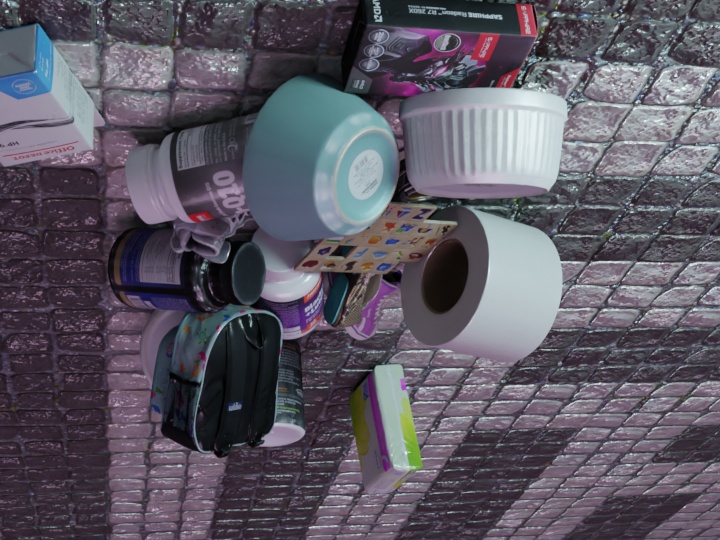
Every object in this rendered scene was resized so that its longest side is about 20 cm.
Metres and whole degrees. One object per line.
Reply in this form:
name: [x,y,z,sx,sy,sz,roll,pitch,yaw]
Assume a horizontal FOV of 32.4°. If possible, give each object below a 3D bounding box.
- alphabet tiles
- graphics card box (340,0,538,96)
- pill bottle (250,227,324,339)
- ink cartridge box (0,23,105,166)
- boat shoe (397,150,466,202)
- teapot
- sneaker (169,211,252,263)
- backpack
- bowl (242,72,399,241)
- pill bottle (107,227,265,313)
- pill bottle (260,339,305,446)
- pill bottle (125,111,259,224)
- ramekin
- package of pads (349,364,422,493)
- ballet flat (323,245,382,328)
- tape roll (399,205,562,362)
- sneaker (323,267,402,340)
alphabet tiles: [0.031,-0.043,1.682,0.199,0.008,0.167,2,147,-39]
graphics card box: [0.086,-0.248,1.389,0.199,0.051,0.126,3,152,-13]
pill bottle: [-0.110,0.010,1.782,0.111,0.112,0.200,-5,153,-2]
ink cartridge box: [-0.376,-0.184,1.405,0.115,0.068,0.200,-10,153,8]
boat shoe: [0.143,-0.119,1.634,0.199,0.068,0.072,-1,151,-13]
teapot: [-0.237,0.116,1.926,0.199,0.199,0.146,11,-174,8]
sneaker: [-0.156,-0.073,1.605,0.198,0.116,0.075,-3,148,-4]
backpack: [-0.198,0.139,1.753,0.150,0.201,0.177,23,-162,35]
bowl: [-0.030,-0.119,1.428,0.105,0.202,0.201,20,172,39]
pill bottle: [-0.234,0.000,1.682,0.199,0.113,0.112,3,159,27]
pill bottle: [-0.145,0.172,1.991,0.105,0.201,0.106,-3,153,-2]
pill bottle: [-0.176,-0.122,1.513,0.199,0.115,0.114,-12,152,12]
ramekin: [0.143,-0.145,1.461,0.199,0.106,0.200,1,177,0]
package of pads: [0.042,0.292,2.257,0.068,0.201,0.155,0,153,-21]
ballet flat: [0.000,0.000,1.802,0.075,0.068,0.201,-5,130,-26]
tape roll: [0.170,0.021,1.759,0.139,0.204,0.203,13,147,-32]
sneaker: [0.021,0.044,1.921,0.114,0.073,0.201,-15,151,11]
